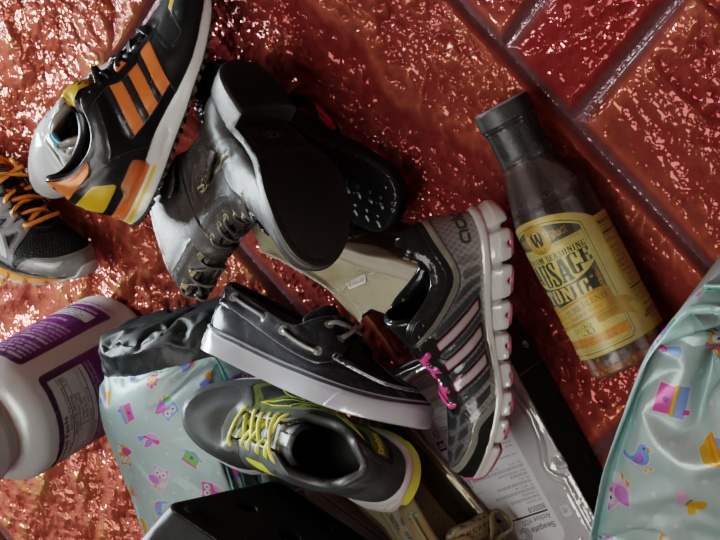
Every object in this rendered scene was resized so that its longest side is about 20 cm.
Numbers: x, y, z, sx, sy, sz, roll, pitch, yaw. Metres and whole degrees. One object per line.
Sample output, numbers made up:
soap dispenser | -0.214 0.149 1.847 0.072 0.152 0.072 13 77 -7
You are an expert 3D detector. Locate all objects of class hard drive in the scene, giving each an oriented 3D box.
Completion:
hard drive | 0.108 0.146 1.537 0.140 0.038 0.200 -25 95 44

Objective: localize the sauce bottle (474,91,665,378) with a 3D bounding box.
sauce bottle | 0.140 -0.025 1.407 0.066 0.066 0.200 -28 93 43

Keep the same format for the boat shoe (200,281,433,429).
boat shoe | -0.027 0.060 1.521 0.200 0.072 0.068 21 94 32

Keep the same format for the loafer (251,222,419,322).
loafer | 0.000 0.000 1.524 0.200 0.076 0.069 19 117 30

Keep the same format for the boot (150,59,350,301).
boot | -0.089 -0.036 1.505 0.174 0.069 0.200 -57 46 40

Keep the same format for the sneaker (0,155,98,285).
sneaker | -0.301 -0.054 1.743 0.200 0.078 0.077 31 123 25

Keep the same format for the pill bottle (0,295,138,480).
pill bottle | -0.268 0.106 1.708 0.112 0.200 0.113 18 121 32

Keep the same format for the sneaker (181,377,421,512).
sneaker | -0.052 0.119 1.509 0.199 0.085 0.075 13 82 27

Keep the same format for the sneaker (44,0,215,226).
sneaker | -0.173 -0.139 1.533 0.070 0.090 0.201 -157 84 -73

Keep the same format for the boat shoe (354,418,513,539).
boat shoe | 0.059 0.185 1.520 0.200 0.073 0.063 43 126 19

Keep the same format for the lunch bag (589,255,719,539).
lunch bag | 0.238 0.076 1.305 0.122 0.170 0.201 21 121 23

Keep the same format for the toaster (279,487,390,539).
toaster | -0.012 0.248 1.634 0.129 0.114 0.200 40 129 22

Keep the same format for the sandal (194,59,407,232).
sandal | -0.042 -0.094 1.534 0.200 0.045 0.075 32 127 20

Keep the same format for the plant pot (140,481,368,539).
plant pot | -0.080 0.269 1.507 0.200 0.199 0.178 29 108 30

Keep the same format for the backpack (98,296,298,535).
backpack | -0.127 0.131 1.654 0.167 0.126 0.201 -11 100 43

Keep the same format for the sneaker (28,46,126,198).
sneaker | -0.228 -0.114 1.646 0.075 0.087 0.200 52 134 4

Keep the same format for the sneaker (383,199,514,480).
sneaker | 0.059 0.050 1.434 0.074 0.087 0.201 -122 30 -72
